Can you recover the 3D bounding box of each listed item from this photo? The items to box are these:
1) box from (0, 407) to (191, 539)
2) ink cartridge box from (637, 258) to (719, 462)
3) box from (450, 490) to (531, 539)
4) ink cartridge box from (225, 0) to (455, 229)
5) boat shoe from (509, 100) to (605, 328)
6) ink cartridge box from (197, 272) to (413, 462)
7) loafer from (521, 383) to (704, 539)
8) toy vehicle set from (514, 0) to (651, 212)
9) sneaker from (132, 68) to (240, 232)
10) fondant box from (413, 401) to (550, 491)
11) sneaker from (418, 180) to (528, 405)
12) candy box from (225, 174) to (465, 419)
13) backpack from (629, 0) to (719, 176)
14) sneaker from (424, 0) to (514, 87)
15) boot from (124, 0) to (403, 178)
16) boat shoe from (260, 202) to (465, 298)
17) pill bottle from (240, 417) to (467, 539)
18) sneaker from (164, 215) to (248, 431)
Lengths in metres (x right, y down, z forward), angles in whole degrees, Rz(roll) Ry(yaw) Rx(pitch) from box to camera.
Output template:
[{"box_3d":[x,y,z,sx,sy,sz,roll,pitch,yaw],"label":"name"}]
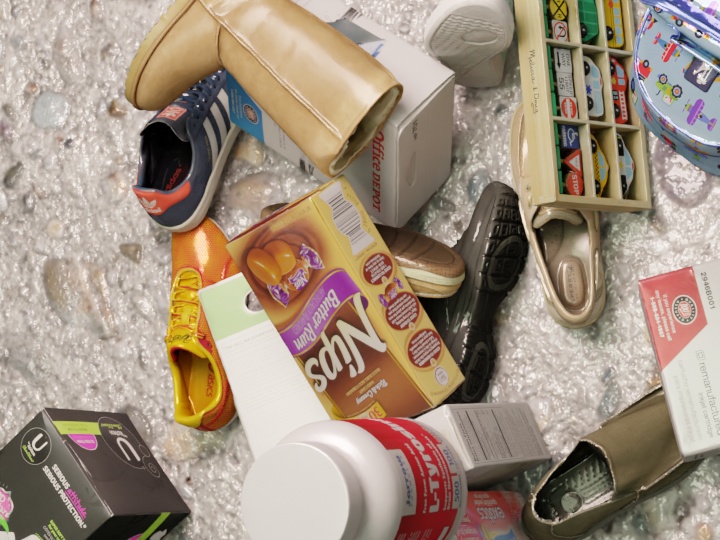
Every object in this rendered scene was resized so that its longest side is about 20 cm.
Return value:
[{"box_3d":[-0.285,0.236,1.787,0.200,0.148,0.125,-43,70,16],"label":"box"},{"box_3d":[0.332,0.056,1.541,0.198,0.084,0.146,-15,80,6],"label":"ink cartridge box"},{"box_3d":[0.078,0.244,1.599,0.102,0.200,0.095,-33,72,17],"label":"box"},{"box_3d":[-0.020,-0.149,1.694,0.199,0.147,0.086,33,61,21],"label":"ink cartridge box"},{"box_3d":[0.168,-0.052,1.647,0.071,0.065,0.202,-9,84,7],"label":"boat shoe"},{"box_3d":[-0.046,0.088,1.735,0.144,0.048,0.202,-22,76,9],"label":"ink cartridge box"},{"box_3d":[0.216,0.158,1.603,0.200,0.070,0.075,-41,72,1],"label":"loafer"},{"box_3d":[0.184,-0.151,1.623,0.026,0.124,0.202,-11,82,46],"label":"toy vehicle set"},{"box_3d":[-0.156,-0.140,1.777,0.074,0.084,0.202,4,72,26],"label":"sneaker"},{"box_3d":[0.056,0.163,1.615,0.144,0.200,0.059,-28,76,20],"label":"fondant box"},{"box_3d":[0.081,0.017,1.687,0.090,0.076,0.202,18,90,33],"label":"sneaker"},{"box_3d":[-0.013,0.034,1.628,0.116,0.056,0.201,-27,98,44],"label":"candy box"},{"box_3d":[0.301,-0.182,1.570,0.182,0.134,0.201,41,103,21],"label":"backpack"},{"box_3d":[0.093,-0.235,1.633,0.073,0.200,0.119,3,81,3],"label":"sneaker"},{"box_3d":[-0.086,-0.147,1.610,0.200,0.066,0.176,44,116,17],"label":"boot"},{"box_3d":[0.000,0.000,1.678,0.199,0.071,0.077,18,109,32],"label":"boat shoe"},{"box_3d":[-0.006,0.164,1.423,0.111,0.200,0.113,-1,87,24],"label":"pill bottle"},{"box_3d":[-0.144,0.044,1.779,0.072,0.077,0.202,-12,80,24],"label":"sneaker"}]
